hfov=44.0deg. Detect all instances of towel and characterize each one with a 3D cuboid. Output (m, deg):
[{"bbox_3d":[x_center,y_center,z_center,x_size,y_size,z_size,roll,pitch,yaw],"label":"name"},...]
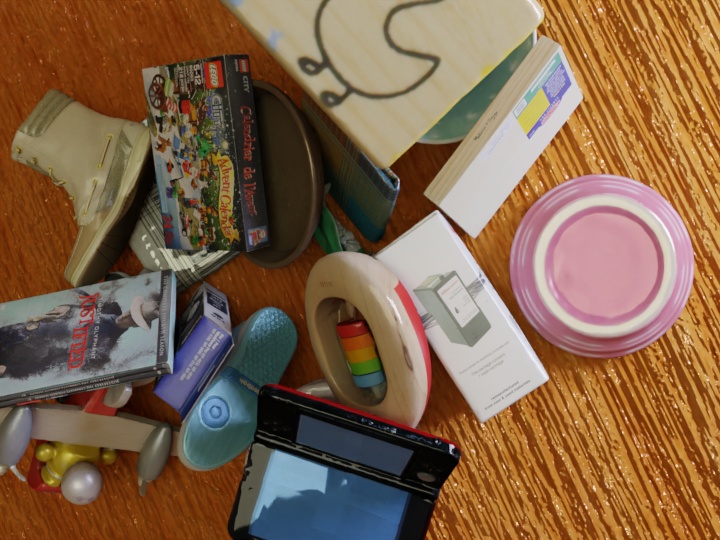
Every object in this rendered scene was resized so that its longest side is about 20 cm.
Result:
[{"bbox_3d":[-0.015,-0.110,0.941,0.022,0.200,0.147,-38,83,-12],"label":"towel"},{"bbox_3d":[-0.204,-0.097,1.048,0.191,0.035,0.201,-32,84,7],"label":"towel"}]

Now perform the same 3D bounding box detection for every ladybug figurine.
[{"bbox_3d":[0.014,0.072,0.878,0.135,0.072,0.202,-2,109,46],"label":"ladybug figurine"}]

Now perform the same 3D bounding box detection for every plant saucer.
[{"bbox_3d":[-0.100,-0.103,0.957,0.199,0.029,0.203,17,113,47],"label":"plant saucer"},{"bbox_3d":[0.262,-0.005,0.967,0.198,0.051,0.203,0,90,8],"label":"plant saucer"}]

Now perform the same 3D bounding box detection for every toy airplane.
[{"bbox_3d":[-0.298,0.182,0.975,0.198,0.200,0.142,-14,53,-3],"label":"toy airplane"}]

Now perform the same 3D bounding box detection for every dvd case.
[{"bbox_3d":[-0.292,0.069,0.933,0.197,0.147,0.022,-10,132,0],"label":"dvd case"}]

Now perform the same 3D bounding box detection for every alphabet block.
[{"bbox_3d":[0.011,-0.245,0.783,0.195,0.197,0.200,-42,112,15],"label":"alphabet block"}]

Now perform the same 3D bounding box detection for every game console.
[{"bbox_3d":[-0.022,0.216,0.862,0.198,0.173,0.120,17,61,2],"label":"game console"}]

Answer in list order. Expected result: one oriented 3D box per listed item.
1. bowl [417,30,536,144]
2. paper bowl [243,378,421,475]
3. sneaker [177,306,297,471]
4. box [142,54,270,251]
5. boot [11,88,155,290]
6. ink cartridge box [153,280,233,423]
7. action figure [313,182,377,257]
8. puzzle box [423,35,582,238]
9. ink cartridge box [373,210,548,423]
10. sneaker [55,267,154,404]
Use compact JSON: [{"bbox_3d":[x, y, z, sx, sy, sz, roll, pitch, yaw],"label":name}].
[{"bbox_3d":[0.079,-0.248,0.951,0.198,0.105,0.203,-1,114,-3],"label":"bowl"},{"bbox_3d":[-0.021,0.219,0.980,0.198,0.104,0.203,0,90,8],"label":"paper bowl"},{"bbox_3d":[-0.153,0.139,0.977,0.080,0.130,0.201,44,53,-16],"label":"sneaker"},{"bbox_3d":[-0.168,-0.123,0.962,0.135,0.038,0.203,2,103,40],"label":"box"},{"bbox_3d":[-0.329,-0.093,1.013,0.153,0.072,0.202,23,84,5],"label":"boot"},{"bbox_3d":[-0.180,0.081,0.961,0.039,0.200,0.100,33,94,-17],"label":"ink cartridge box"},{"bbox_3d":[0.000,0.000,0.992,0.054,0.118,0.201,-31,93,-5],"label":"action figure"},{"bbox_3d":[0.155,-0.135,0.945,0.025,0.133,0.201,39,94,27],"label":"puzzle box"},{"bbox_3d":[0.108,0.045,0.942,0.084,0.146,0.201,-34,84,8],"label":"ink cartridge box"},{"bbox_3d":[-0.293,0.069,1.051,0.199,0.075,0.116,-38,52,25],"label":"sneaker"}]
